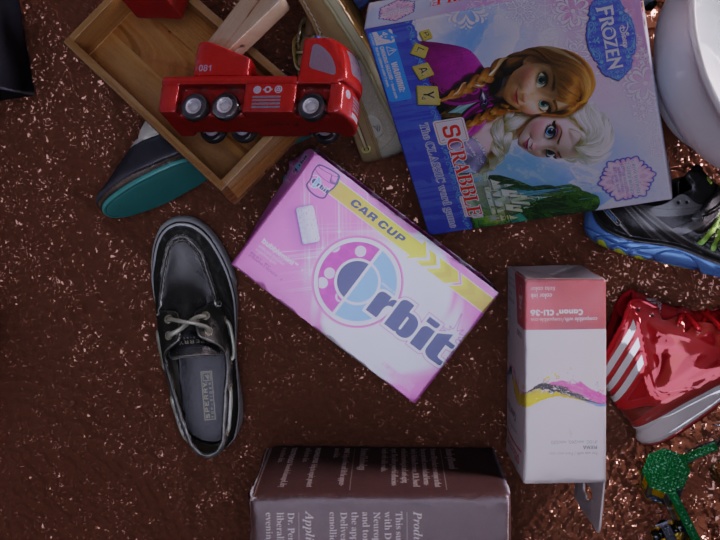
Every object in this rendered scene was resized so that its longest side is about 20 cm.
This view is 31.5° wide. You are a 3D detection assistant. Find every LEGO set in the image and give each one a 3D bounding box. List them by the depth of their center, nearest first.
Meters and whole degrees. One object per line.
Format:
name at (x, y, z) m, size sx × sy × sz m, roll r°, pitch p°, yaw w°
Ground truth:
LEGO set at (0.326, 0.197, 1.060) m, size 0.199 × 0.116 × 0.154 m, roll -29°, pitch 65°, yaw -6°

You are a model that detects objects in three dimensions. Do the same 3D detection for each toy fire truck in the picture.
toy fire truck at (-0.092, -0.169, 0.957) m, size 0.199 × 0.049 × 0.142 m, roll 2°, pitch 73°, yaw 15°

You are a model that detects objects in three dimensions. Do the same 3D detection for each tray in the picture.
tray at (-0.134, -0.152, 1.009) m, size 0.099 × 0.037 × 0.200 m, roll -46°, pitch 68°, yaw -3°

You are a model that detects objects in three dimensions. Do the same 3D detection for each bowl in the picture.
bowl at (0.292, -0.153, 0.999) m, size 0.200 × 0.090 × 0.202 m, roll 12°, pitch 70°, yaw -35°

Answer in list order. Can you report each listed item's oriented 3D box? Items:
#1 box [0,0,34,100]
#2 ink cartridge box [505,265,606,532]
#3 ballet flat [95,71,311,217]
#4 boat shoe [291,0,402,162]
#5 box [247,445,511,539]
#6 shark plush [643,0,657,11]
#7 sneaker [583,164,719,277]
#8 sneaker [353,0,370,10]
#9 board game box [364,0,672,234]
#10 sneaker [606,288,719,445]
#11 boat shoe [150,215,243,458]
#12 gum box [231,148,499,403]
box at (-0.382, -0.224, 1.011) m, size 0.195 × 0.117 × 0.201 m, roll -8°, pitch 94°, yaw 2°
ink cartridge box at (0.156, 0.100, 1.032) m, size 0.067 × 0.116 × 0.201 m, roll -1°, pitch 95°, yaw 0°
ballet flat at (-0.130, -0.109, 1.048) m, size 0.199 × 0.073 × 0.073 m, roll -23°, pitch 95°, yaw 9°
boat shoe at (-0.019, -0.168, 1.011) m, size 0.066 × 0.074 × 0.200 m, roll -28°, pitch 116°, yaw 12°
box at (0.016, 0.238, 1.025) m, size 0.199 × 0.164 × 0.167 m, roll 0°, pitch 95°, yaw 1°
shark plush at (0.164, -0.174, 0.994) m, size 0.199 × 0.083 × 0.091 m, roll -13°, pitch 102°, yaw 29°
sneaker at (0.284, -0.041, 1.039) m, size 0.198 × 0.071 × 0.083 m, roll 12°, pitch 102°, yaw 3°
sneaker at (0.004, -0.304, 1.011) m, size 0.075 × 0.088 × 0.201 m, roll 17°, pitch 97°, yaw -2°
board game box at (0.124, -0.127, 0.969) m, size 0.198 × 0.041 × 0.201 m, roll -9°, pitch 130°, yaw 15°
sneaker at (0.282, 0.045, 1.046) m, size 0.200 × 0.078 × 0.116 m, roll -37°, pitch 95°, yaw 3°
boat shoe at (-0.133, 0.055, 1.060) m, size 0.070 × 0.064 × 0.201 m, roll -10°, pitch 95°, yaw 2°
gum box at (0.000, 0.000, 1.050) m, size 0.200 × 0.066 × 0.114 m, roll 37°, pitch 96°, yaw -2°
